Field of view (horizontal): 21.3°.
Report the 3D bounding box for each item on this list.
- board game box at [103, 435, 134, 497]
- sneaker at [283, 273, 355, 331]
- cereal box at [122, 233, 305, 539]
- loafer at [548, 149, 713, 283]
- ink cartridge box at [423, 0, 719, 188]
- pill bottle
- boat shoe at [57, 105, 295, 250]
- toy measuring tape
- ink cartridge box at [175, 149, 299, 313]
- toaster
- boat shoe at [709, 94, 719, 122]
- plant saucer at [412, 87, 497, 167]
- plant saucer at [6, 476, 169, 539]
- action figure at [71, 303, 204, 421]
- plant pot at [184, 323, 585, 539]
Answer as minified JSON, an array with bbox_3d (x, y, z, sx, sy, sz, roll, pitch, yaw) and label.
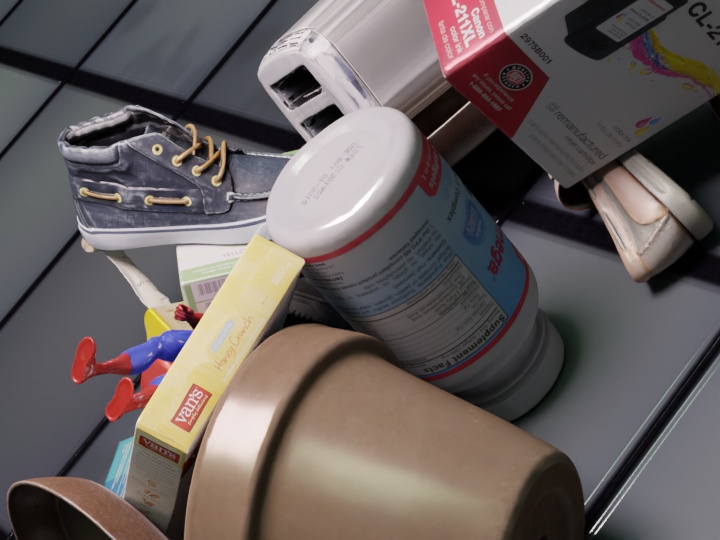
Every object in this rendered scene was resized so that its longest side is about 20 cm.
[{"bbox_3d":[-0.092,0.147,1.275,0.199,0.047,0.152,-24,30,27],"label":"board game box"},{"bbox_3d":[0.002,0.000,1.253,0.060,0.199,0.105,-10,69,46],"label":"sneaker"},{"bbox_3d":[-0.093,0.086,1.146,0.145,0.039,0.200,-60,-5,-30],"label":"cereal box"},{"bbox_3d":[0.152,-0.059,1.248,0.063,0.072,0.200,-47,35,4],"label":"loafer"},{"bbox_3d":[0.159,-0.161,1.148,0.199,0.145,0.083,-32,46,23],"label":"ink cartridge box"},{"bbox_3d":[0.040,0.004,1.169,0.108,0.200,0.109,-27,36,22],"label":"pill bottle"},{"bbox_3d":[-0.117,-0.071,1.372,0.198,0.092,0.071,-8,37,8],"label":"boat shoe"},{"bbox_3d":[-0.148,0.056,1.400,0.074,0.074,0.200,-45,62,-4],"label":"toy measuring tape"},{"bbox_3d":[-0.069,-0.048,1.442,0.144,0.048,0.201,-13,38,0],"label":"ink cartridge box"},{"bbox_3d":[0.010,-0.158,1.394,0.129,0.114,0.200,-43,10,-16],"label":"toaster"},{"bbox_3d":[0.262,-0.104,1.176,0.072,0.068,0.200,-39,32,5],"label":"boat shoe"},{"bbox_3d":[0.077,-0.114,1.367,0.200,0.032,0.200,-42,8,7],"label":"plant saucer"},{"bbox_3d":[-0.136,0.198,1.152,0.034,0.202,0.199,-39,28,-29],"label":"plant saucer"},{"bbox_3d":[-0.107,0.055,1.312,0.065,0.199,0.052,38,116,25],"label":"action figure"},{"bbox_3d":[0.025,0.143,1.066,0.173,0.201,0.201,10,58,30],"label":"plant pot"}]
